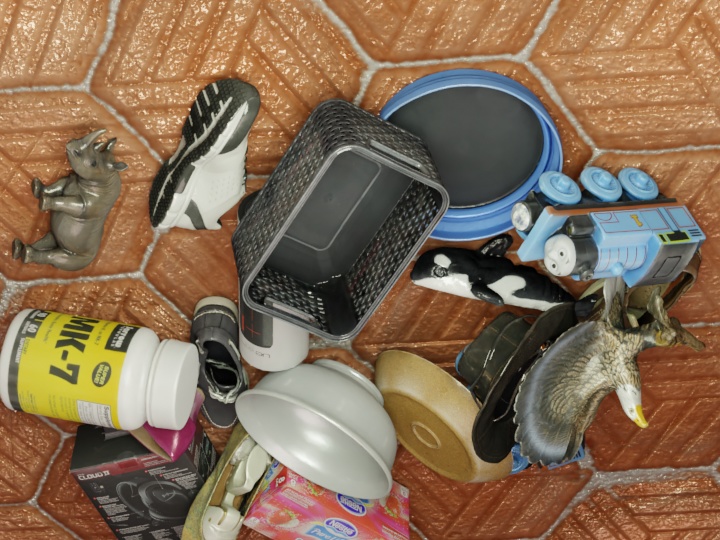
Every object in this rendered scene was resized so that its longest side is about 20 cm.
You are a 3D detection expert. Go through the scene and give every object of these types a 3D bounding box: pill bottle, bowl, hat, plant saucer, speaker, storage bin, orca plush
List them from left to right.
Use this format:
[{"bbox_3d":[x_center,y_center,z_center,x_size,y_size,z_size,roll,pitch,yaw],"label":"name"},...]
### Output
[{"bbox_3d":[-0.285,0.112,1.670,0.198,0.115,0.115,8,134,8],"label":"pill bottle"},{"bbox_3d":[-0.091,0.013,1.625,0.080,0.082,0.201,2,134,-2],"label":"speaker"},{"bbox_3d":[-0.035,0.165,1.716,0.200,0.091,0.202,24,152,14],"label":"bowl"},{"bbox_3d":[-0.023,-0.047,1.475,0.134,0.094,0.201,23,117,-26],"label":"storage bin"},{"bbox_3d":[0.083,0.176,1.723,0.200,0.035,0.201,35,154,20],"label":"plant saucer"},{"bbox_3d":[0.102,-0.117,1.532,0.198,0.040,0.202,0,133,0],"label":"bowl"},{"bbox_3d":[0.150,0.102,1.593,0.081,0.200,0.202,32,138,25],"label":"hat"},{"bbox_3d":[0.156,-0.001,1.618,0.198,0.105,0.072,14,97,6],"label":"orca plush"}]

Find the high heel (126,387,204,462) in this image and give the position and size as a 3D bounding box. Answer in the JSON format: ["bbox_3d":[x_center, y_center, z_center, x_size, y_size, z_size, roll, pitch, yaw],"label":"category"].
[{"bbox_3d":[-0.279,0.173,1.743,0.198,0.096,0.068,6,136,16],"label":"high heel"}]

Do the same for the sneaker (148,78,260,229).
[{"bbox_3d":[-0.142,-0.114,1.525,0.079,0.074,0.200,10,138,-29],"label":"sneaker"}]

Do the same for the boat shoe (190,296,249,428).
[{"bbox_3d":[-0.165,0.121,1.736,0.072,0.063,0.201,1,133,-1],"label":"boat shoe"}]

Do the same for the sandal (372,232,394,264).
[{"bbox_3d":[0.000,0.000,1.615,0.055,0.082,0.200,49,146,9],"label":"sandal"}]

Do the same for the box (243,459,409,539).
[{"bbox_3d":[-0.040,0.289,1.867,0.199,0.100,0.095,32,126,-26],"label":"box"}]

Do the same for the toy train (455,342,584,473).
[{"bbox_3d":[0.183,0.148,1.741,0.113,0.087,0.201,-20,127,7],"label":"toy train"}]

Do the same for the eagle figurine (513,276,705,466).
[{"bbox_3d":[0.246,0.109,1.571,0.199,0.151,0.152,-33,117,19],"label":"eagle figurine"}]

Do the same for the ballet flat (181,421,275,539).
[{"bbox_3d":[-0.151,0.265,1.788,0.070,0.201,0.071,24,169,5],"label":"ballet flat"}]

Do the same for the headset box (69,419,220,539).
[{"bbox_3d":[-0.250,0.250,1.847,0.147,0.078,0.201,-14,131,13],"label":"headset box"}]

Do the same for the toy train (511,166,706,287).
[{"bbox_3d":[0.244,-0.041,1.523,0.198,0.115,0.087,-5,139,-34],"label":"toy train"}]

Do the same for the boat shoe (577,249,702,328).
[{"bbox_3d":[0.292,0.039,1.652,0.074,0.075,0.203,22,129,-19],"label":"boat shoe"}]

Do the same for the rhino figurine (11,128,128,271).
[{"bbox_3d":[-0.290,-0.073,1.556,0.087,0.060,0.201,3,135,-30],"label":"rhino figurine"}]
